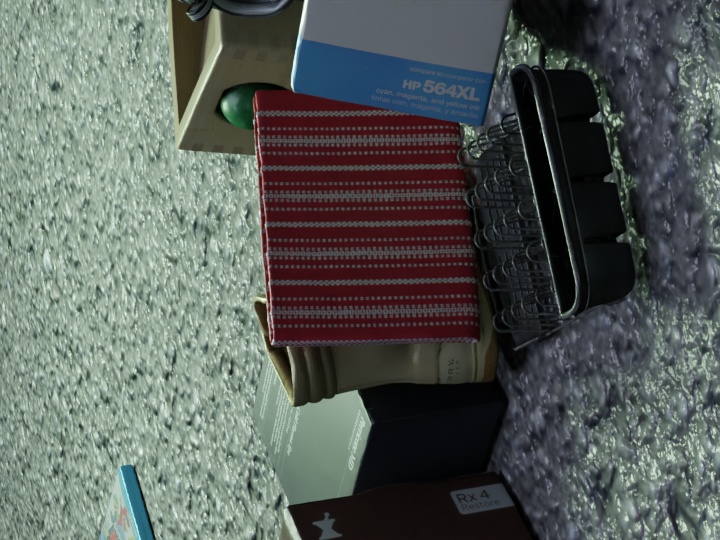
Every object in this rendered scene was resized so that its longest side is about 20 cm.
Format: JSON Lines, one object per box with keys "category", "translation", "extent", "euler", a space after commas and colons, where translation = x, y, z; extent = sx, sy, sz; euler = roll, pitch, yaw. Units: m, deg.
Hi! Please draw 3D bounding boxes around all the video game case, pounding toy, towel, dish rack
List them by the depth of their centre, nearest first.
{"category": "dish rack", "translation": [0.106, -0.032, 1.397], "extent": [0.200, 0.054, 0.155], "euler": [143, 119, -67]}
{"category": "towel", "translation": [0.003, -0.039, 1.492], "extent": [0.023, 0.143, 0.202], "euler": [98, 169, -61]}
{"category": "pounding toy", "translation": [-0.065, -0.168, 1.720], "extent": [0.184, 0.141, 0.202], "euler": [123, 146, -59]}
{"category": "video game case", "translation": [-0.264, 0.333, 2.524], "extent": [0.201, 0.018, 0.144], "euler": [112, 145, -51]}

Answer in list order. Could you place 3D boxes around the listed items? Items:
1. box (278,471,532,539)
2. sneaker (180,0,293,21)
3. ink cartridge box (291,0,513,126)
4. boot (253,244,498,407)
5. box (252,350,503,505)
{"category": "box", "translation": [0.034, 0.274, 1.529], "extent": [0.165, 0.164, 0.201], "euler": [-117, 28, -43]}
{"category": "sneaker", "translation": [-0.049, -0.241, 1.554], "extent": [0.076, 0.199, 0.114], "euler": [52, -175, -29]}
{"category": "ink cartridge box", "translation": [0.038, -0.213, 1.347], "extent": [0.129, 0.124, 0.201], "euler": [-81, 3, -53]}
{"category": "boot", "translation": [0.000, 0.000, 1.528], "extent": [0.073, 0.154, 0.201], "euler": [95, 164, -56]}
{"category": "box", "translation": [0.007, 0.102, 1.627], "extent": [0.201, 0.103, 0.183], "euler": [105, 151, -45]}
